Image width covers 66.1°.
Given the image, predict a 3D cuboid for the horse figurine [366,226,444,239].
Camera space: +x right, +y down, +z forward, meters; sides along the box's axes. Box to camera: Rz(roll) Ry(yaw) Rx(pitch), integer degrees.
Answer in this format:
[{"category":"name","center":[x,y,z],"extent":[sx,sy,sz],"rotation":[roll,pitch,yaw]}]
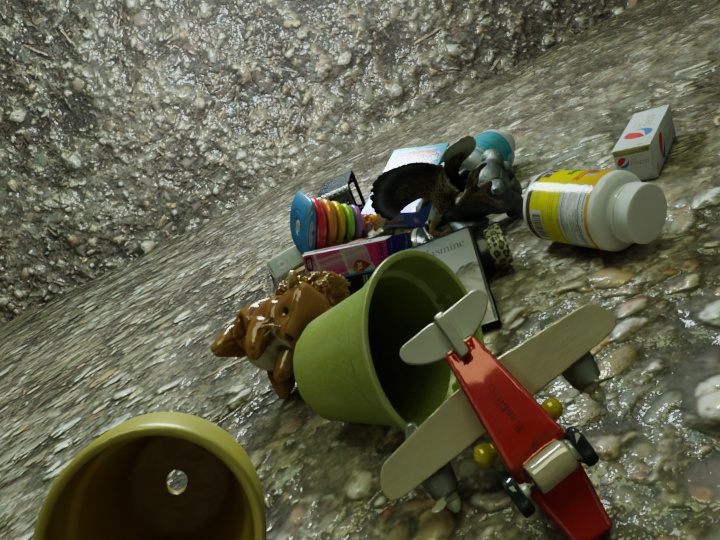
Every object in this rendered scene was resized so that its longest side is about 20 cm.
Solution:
[{"category":"horse figurine","center":[0.077,-0.063,1.167],"extent":[0.129,0.052,0.199],"rotation":[-23,11,-22]}]

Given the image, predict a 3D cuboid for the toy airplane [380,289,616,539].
[{"category":"toy airplane","center":[0.124,0.123,0.500],"extent":[0.193,0.142,0.205],"rotation":[1,62,27]}]

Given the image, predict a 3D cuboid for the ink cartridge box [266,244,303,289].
[{"category":"ink cartridge box","center":[-0.104,-0.026,1.200],"extent":[0.197,0.048,0.161],"rotation":[-33,-14,-12]}]

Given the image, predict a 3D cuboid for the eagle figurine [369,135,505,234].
[{"category":"eagle figurine","center":[0.126,-0.140,0.960],"extent":[0.197,0.152,0.153],"rotation":[21,68,49]}]

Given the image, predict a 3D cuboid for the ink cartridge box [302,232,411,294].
[{"category":"ink cartridge box","center":[0.000,0.000,0.973],"extent":[0.192,0.098,0.037],"rotation":[-12,11,-3]}]

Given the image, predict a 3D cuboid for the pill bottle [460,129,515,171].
[{"category":"pill bottle","center":[0.293,-0.259,1.302],"extent":[0.109,0.113,0.199],"rotation":[-4,29,47]}]

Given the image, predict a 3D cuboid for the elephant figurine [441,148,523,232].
[{"category":"elephant figurine","center":[0.213,-0.131,1.093],"extent":[0.196,0.154,0.146],"rotation":[-26,49,31]}]

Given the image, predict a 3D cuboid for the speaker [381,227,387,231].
[{"category":"speaker","center":[0.135,-0.149,1.244],"extent":[0.195,0.090,0.089],"rotation":[-28,18,14]}]

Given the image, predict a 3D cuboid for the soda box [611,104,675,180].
[{"category":"soda box","center":[0.521,-0.233,1.011],"extent":[0.067,0.065,0.200],"rotation":[-7,27,42]}]

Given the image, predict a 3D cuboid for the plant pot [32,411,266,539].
[{"category":"plant pot","center":[-0.195,0.240,0.561],"extent":[0.197,0.206,0.189],"rotation":[-29,3,-11]}]

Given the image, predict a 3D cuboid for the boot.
[{"category":"boot","center":[0.168,-0.037,0.949],"extent":[0.150,0.075,0.205],"rotation":[-25,27,11]}]

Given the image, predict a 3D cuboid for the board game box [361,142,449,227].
[{"category":"board game box","center":[0.103,-0.183,1.193],"extent":[0.148,0.045,0.204],"rotation":[1,52,40]}]

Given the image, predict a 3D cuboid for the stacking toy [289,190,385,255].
[{"category":"stacking toy","center":[-0.035,-0.093,1.098],"extent":[0.193,0.120,0.110],"rotation":[-5,23,-25]}]

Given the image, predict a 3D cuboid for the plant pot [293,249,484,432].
[{"category":"plant pot","center":[0.019,0.101,0.656],"extent":[0.182,0.204,0.200],"rotation":[-21,16,46]}]

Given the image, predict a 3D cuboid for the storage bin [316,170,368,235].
[{"category":"storage bin","center":[-0.042,-0.167,1.460],"extent":[0.091,0.139,0.201],"rotation":[-20,20,12]}]

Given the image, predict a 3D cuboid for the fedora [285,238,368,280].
[{"category":"fedora","center":[-0.053,0.010,1.078],"extent":[0.195,0.084,0.201],"rotation":[-26,0,0]}]

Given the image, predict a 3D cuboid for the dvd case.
[{"category":"dvd case","center":[0.122,0.025,0.831],"extent":[0.139,0.018,0.204],"rotation":[-21,42,15]}]

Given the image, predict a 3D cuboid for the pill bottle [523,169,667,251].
[{"category":"pill bottle","center":[0.339,-0.091,0.813],"extent":[0.107,0.112,0.199],"rotation":[-30,20,-15]}]

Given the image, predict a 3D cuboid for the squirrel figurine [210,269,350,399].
[{"category":"squirrel figurine","center":[-0.097,0.060,0.815],"extent":[0.187,0.140,0.202],"rotation":[-47,6,48]}]
